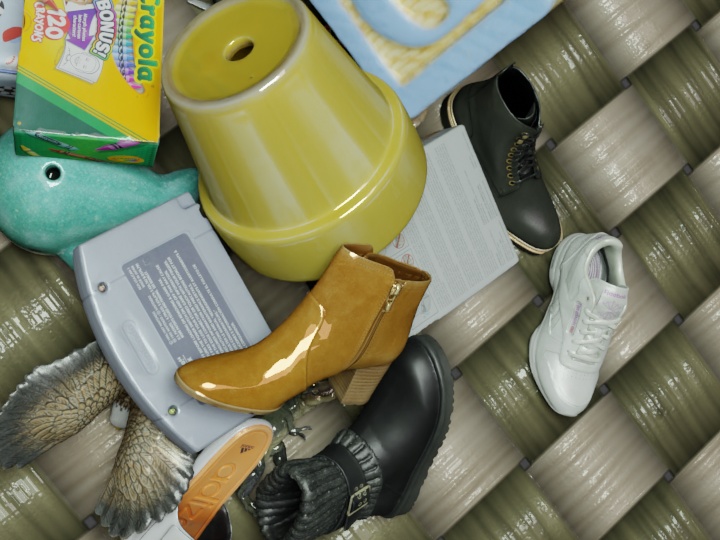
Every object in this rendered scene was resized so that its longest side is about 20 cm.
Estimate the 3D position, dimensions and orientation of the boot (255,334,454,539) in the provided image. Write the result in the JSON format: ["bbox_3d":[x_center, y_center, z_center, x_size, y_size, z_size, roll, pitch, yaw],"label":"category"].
[{"bbox_3d":[-0.005,0.162,0.900,0.158,0.079,0.211,-3,116,-36],"label":"boot"}]

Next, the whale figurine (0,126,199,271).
[{"bbox_3d":[-0.244,-0.075,0.899,0.200,0.104,0.159,9,82,-13],"label":"whale figurine"}]

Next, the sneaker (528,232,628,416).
[{"bbox_3d":[0.233,0.054,1.026,0.075,0.100,0.200,10,83,-17],"label":"sneaker"}]

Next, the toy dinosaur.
[{"bbox_3d":[-0.098,0.184,0.950,0.200,0.047,0.088,-32,90,-12],"label":"toy dinosaur"}]

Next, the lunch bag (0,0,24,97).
[{"bbox_3d":[-0.295,-0.243,0.919,0.200,0.076,0.161,3,78,-17],"label":"lunch bag"}]

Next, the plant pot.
[{"bbox_3d":[-0.065,-0.123,0.820,0.201,0.201,0.189,-50,142,-15],"label":"plant pot"}]

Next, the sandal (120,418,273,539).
[{"bbox_3d":[-0.144,0.222,0.875,0.079,0.059,0.207,23,110,-46],"label":"sandal"}]

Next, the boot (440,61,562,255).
[{"bbox_3d":[0.165,-0.110,1.003,0.077,0.138,0.200,-38,96,-16],"label":"boot"}]

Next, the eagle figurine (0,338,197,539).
[{"bbox_3d":[-0.209,0.115,0.870,0.151,0.200,0.151,2,127,15],"label":"eagle figurine"}]

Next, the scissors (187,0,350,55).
[{"bbox_3d":[-0.080,-0.238,1.010,0.200,0.014,0.073,3,85,-17],"label":"scissors"}]

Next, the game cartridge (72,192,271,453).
[{"bbox_3d":[-0.155,0.047,0.836,0.133,0.041,0.200,-31,94,-33],"label":"game cartridge"}]

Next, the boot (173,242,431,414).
[{"bbox_3d":[-0.044,0.042,0.798,0.201,0.071,0.144,5,118,-35],"label":"boot"}]

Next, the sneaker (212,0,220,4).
[{"bbox_3d":[-0.160,-0.334,0.977,0.082,0.073,0.200,-14,82,-2],"label":"sneaker"}]

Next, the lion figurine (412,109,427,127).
[{"bbox_3d":[-0.016,-0.114,0.996,0.122,0.072,0.200,22,93,-21],"label":"lion figurine"}]

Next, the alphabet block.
[{"bbox_3d":[0.088,-0.294,0.931,0.195,0.196,0.200,54,37,-6],"label":"alphabet block"}]

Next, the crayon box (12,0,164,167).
[{"bbox_3d":[-0.234,-0.196,0.851,0.119,0.058,0.200,3,73,-17],"label":"crayon box"}]

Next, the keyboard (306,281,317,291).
[{"bbox_3d":[0.000,0.000,0.968,0.104,0.040,0.200,-34,112,-15],"label":"keyboard"}]

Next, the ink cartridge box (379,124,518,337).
[{"bbox_3d":[0.056,-0.033,0.975,0.200,0.050,0.162,-32,104,-30],"label":"ink cartridge box"}]
